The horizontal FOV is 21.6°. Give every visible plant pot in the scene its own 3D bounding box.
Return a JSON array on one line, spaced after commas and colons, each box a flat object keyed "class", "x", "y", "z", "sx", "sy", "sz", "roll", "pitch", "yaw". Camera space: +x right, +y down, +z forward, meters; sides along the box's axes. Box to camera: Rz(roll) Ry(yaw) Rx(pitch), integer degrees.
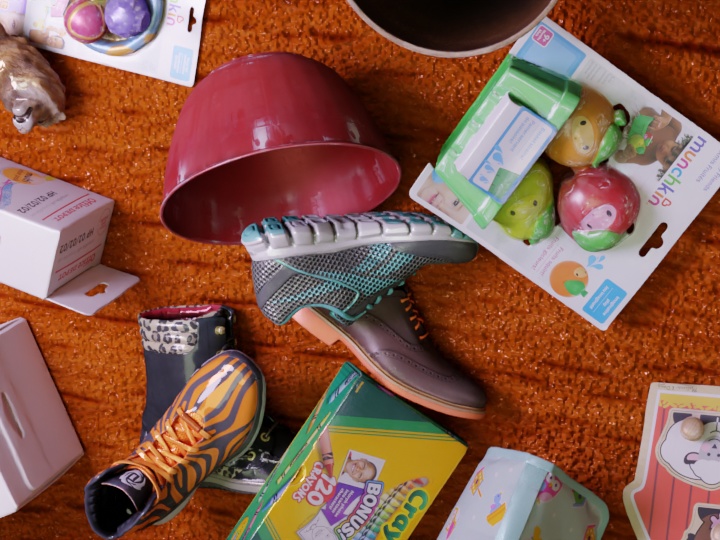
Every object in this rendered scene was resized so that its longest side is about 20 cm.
[{"class": "plant pot", "x": 0.087, "y": -0.269, "z": 1.403, "sx": 0.185, "sy": 0.200, "sz": 0.189, "roll": 4, "pitch": 107, "yaw": 14}]

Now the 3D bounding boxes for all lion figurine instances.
[{"class": "lion figurine", "x": -0.351, "y": -0.187, "z": 1.645, "sx": 0.199, "sy": 0.123, "sz": 0.073, "roll": 20, "pitch": 70, "yaw": 28}]

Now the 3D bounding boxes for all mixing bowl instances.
[{"class": "mixing bowl", "x": -0.072, "y": -0.108, "z": 1.529, "sx": 0.199, "sy": 0.200, "sz": 0.109, "roll": -19, "pitch": 70, "yaw": 22}]

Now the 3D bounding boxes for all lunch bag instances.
[{"class": "lunch bag", "x": 0.117, "y": 0.240, "z": 1.517, "sx": 0.121, "sy": 0.200, "sz": 0.171, "roll": 25, "pitch": 78, "yaw": 8}]

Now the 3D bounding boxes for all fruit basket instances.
[{"class": "fruit basket", "x": 0.167, "y": -0.073, "z": 1.495, "sx": 0.199, "sy": 0.094, "sz": 0.186, "roll": 37, "pitch": 112, "yaw": 0}]

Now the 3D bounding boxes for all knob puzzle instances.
[{"class": "knob puzzle", "x": 0.304, "y": 0.187, "z": 1.496, "sx": 0.218, "sy": 0.030, "sz": 0.222, "roll": -6, "pitch": 67, "yaw": 14}]

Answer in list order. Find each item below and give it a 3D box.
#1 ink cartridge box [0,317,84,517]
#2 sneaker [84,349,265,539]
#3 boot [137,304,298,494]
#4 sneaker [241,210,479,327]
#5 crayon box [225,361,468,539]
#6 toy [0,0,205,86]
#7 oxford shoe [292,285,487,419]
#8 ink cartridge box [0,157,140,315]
[{"class": "ink cartridge box", "x": -0.385, "y": 0.156, "z": 1.715, "sx": 0.199, "sy": 0.145, "sz": 0.148, "roll": -20, "pitch": 99, "yaw": 22}, {"class": "sneaker", "x": -0.158, "y": 0.158, "z": 1.582, "sx": 0.077, "sy": 0.112, "sz": 0.201, "roll": 39, "pitch": 113, "yaw": 11}, {"class": "boot", "x": -0.105, "y": 0.112, "z": 1.651, "sx": 0.202, "sy": 0.073, "sz": 0.155, "roll": 1, "pitch": 103, "yaw": 16}, {"class": "sneaker", "x": 0.000, "y": 0.000, "z": 1.549, "sx": 0.198, "sy": 0.078, "sz": 0.092, "roll": -3, "pitch": 102, "yaw": -12}, {"class": "crayon box", "x": -0.015, "y": 0.194, "z": 1.594, "sx": 0.118, "sy": 0.058, "sz": 0.201, "roll": 34, "pitch": 91, "yaw": -17}, {"class": "toy", "x": -0.233, "y": -0.231, "z": 1.605, "sx": 0.198, "sy": 0.047, "sz": 0.116, "roll": 16, "pitch": 112, "yaw": 14}, {"class": "oxford shoe", "x": 0.031, "y": 0.054, "z": 1.591, "sx": 0.199, "sy": 0.071, "sz": 0.073, "roll": 33, "pitch": 100, "yaw": 0}, {"class": "ink cartridge box", "x": -0.294, "y": -0.038, "z": 1.645, "sx": 0.199, "sy": 0.115, "sz": 0.068, "roll": 21, "pitch": 112, "yaw": 11}]
